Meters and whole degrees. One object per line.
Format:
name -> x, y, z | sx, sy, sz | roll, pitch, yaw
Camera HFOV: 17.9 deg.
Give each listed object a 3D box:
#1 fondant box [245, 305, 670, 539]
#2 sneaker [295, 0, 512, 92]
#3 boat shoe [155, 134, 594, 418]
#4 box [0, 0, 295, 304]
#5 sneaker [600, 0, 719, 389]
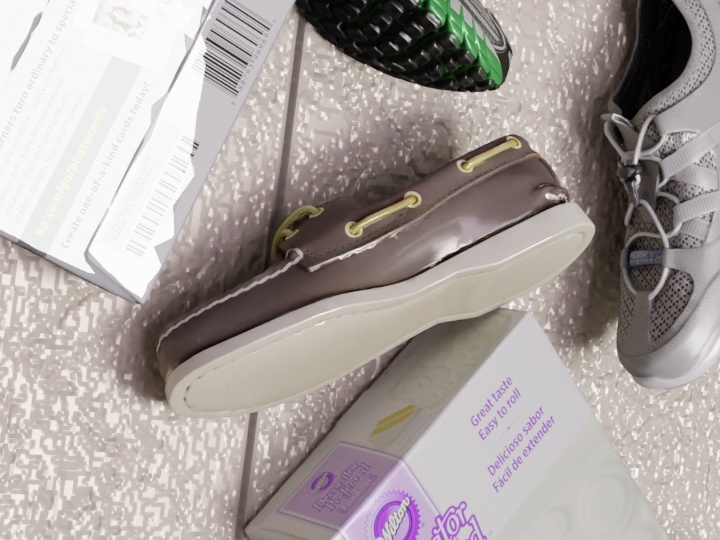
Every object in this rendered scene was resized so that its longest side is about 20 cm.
fondant box -> 0.058, 0.134, 1.005 | 0.144, 0.058, 0.200 | -47, 121, -25
sneaker -> 0.007, -0.151, 0.915 | 0.085, 0.078, 0.200 | -51, 123, -23
boat shoe -> 0.000, 0.000, 0.939 | 0.200, 0.072, 0.060 | -23, 69, -22
box -> -0.127, -0.097, 0.826 | 0.200, 0.041, 0.156 | 29, 84, -38
sneaker -> 0.136, -0.045, 1.046 | 0.082, 0.075, 0.200 | 19, 72, -33
